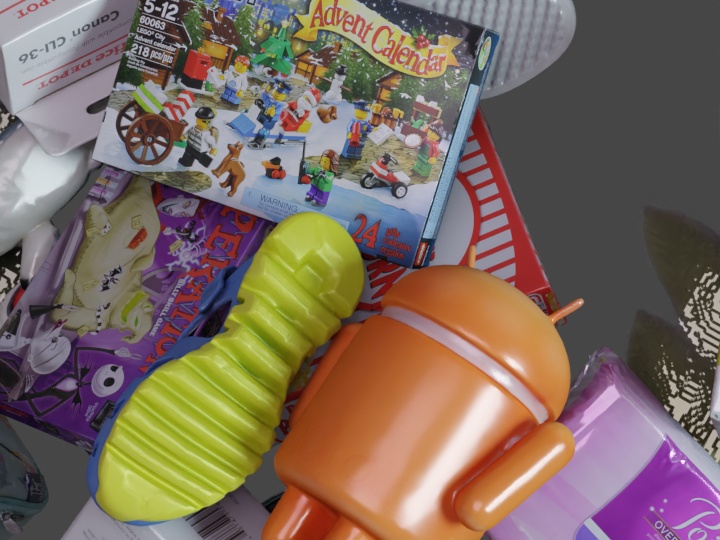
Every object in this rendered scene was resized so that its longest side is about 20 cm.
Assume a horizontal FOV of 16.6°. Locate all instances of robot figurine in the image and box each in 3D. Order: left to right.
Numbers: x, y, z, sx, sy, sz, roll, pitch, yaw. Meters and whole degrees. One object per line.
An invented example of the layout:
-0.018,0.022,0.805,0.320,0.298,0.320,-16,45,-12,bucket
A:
0.034,0.083,1.285,0.116,0.144,0.201,36,79,-9,robot figurine

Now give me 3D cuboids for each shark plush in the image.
-0.196,-0.081,1.470,0.091,0.083,0.201,33,81,-22,shark plush

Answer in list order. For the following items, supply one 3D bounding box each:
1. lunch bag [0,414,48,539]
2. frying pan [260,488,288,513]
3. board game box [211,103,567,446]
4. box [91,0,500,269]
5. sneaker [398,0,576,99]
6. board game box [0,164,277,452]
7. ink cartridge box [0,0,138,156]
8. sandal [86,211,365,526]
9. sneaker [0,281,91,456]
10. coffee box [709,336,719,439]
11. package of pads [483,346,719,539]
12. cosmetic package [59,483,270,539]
-0.265,0.079,1.415,0.077,0.160,0.200,-37,77,3,lunch bag
-0.039,0.146,1.401,0.115,0.031,0.191,-29,99,-17,frying pan
0.000,0.000,1.414,0.199,0.046,0.152,-23,54,5,board game box
-0.037,-0.096,1.370,0.199,0.038,0.137,18,96,16,box
0.029,-0.134,1.422,0.199,0.080,0.079,-18,117,17,sneaker
-0.126,0.008,1.410,0.119,0.032,0.201,20,67,25,board game box
-0.185,-0.172,1.445,0.116,0.068,0.200,-29,61,-18,ink cartridge box
-0.077,0.058,1.318,0.080,0.087,0.200,48,62,-13,sandal
-0.132,0.073,1.440,0.085,0.077,0.200,-43,78,-4,sneaker
0.298,0.004,1.312,0.199,0.200,0.199,6,82,11,coffee box
0.158,0.153,1.352,0.120,0.076,0.200,-43,94,4,package of pads
-0.131,0.199,1.367,0.108,0.085,0.200,46,124,11,cosmetic package
